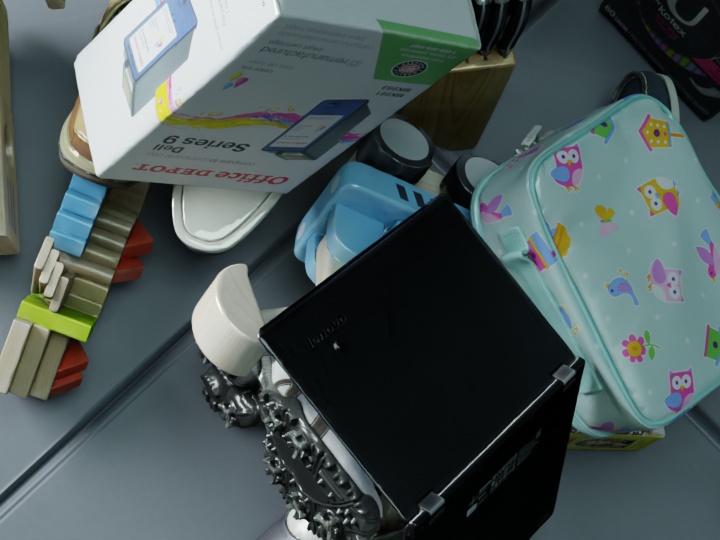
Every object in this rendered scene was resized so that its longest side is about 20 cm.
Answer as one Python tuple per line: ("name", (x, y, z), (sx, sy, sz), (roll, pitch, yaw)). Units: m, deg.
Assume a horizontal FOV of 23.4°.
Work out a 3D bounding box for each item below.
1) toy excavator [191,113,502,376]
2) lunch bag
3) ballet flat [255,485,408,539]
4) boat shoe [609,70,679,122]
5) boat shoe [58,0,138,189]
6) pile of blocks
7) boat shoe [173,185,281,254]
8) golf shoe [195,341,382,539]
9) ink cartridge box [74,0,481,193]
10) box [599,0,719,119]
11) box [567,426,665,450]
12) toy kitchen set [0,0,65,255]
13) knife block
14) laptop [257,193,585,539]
("toy excavator", (0.000, 0.000, 1.079), (0.194, 0.100, 0.200), (22, 43, -18))
("lunch bag", (0.160, -0.003, 1.106), (0.160, 0.077, 0.200), (-32, 98, -33))
("ballet flat", (0.012, 0.152, 1.104), (0.200, 0.073, 0.073), (-12, 76, -18))
("boat shoe", (0.165, -0.054, 1.205), (0.062, 0.075, 0.200), (22, 78, -17))
("boat shoe", (-0.140, -0.141, 1.133), (0.076, 0.074, 0.200), (15, 46, -7))
("pile of blocks", (-0.171, -0.003, 1.107), (0.062, 0.082, 0.200), (20, 69, -5))
("boat shoe", (-0.076, -0.093, 1.158), (0.075, 0.062, 0.200), (17, 66, -5))
("golf shoe", (-0.023, 0.088, 1.074), (0.094, 0.078, 0.200), (-15, 40, -25))
("ink cartridge box", (-0.052, -0.125, 1.005), (0.145, 0.200, 0.088), (4, 66, -39))
("box", (0.271, -0.211, 1.207), (0.106, 0.200, 0.122), (-41, 85, -21))
("box", (0.100, 0.079, 1.159), (0.200, 0.050, 0.075), (1, 72, -12))
("toy kitchen set", (-0.228, -0.124, 1.053), (0.163, 0.200, 0.181), (-6, 74, 0))
("knife block", (0.069, -0.147, 1.120), (0.200, 0.175, 0.064), (10, 67, -51))
("laptop", (0.035, 0.095, 1.024), (0.116, 0.200, 0.187), (26, 40, 26))
